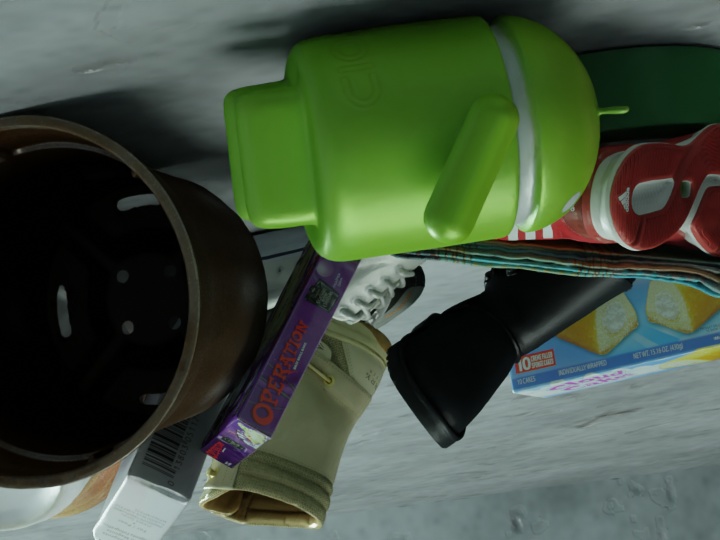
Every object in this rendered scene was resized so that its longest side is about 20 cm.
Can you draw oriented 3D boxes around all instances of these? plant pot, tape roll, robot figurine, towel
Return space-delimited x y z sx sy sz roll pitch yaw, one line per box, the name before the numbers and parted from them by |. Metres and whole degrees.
plant pot | -0.151 0.016 1.565 0.199 0.202 0.198 -12 177 17
tape roll | 0.133 -0.081 1.628 0.199 0.049 0.200 -8 169 -1
robot figurine | 0.033 -0.070 1.416 0.199 0.117 0.175 -8 -174 -10
towel | 0.112 -0.012 1.615 0.199 0.022 0.147 6 -174 0

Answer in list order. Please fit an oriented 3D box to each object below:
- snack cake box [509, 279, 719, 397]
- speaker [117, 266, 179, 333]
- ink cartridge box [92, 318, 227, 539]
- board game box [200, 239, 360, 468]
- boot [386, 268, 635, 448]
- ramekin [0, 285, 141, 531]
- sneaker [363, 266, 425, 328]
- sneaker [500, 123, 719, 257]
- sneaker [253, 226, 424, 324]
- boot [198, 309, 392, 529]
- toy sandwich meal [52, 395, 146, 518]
snack cake box | 0.203 0.016 2.011 0.199 0.116 0.067 -15 168 25
speaker | -0.180 0.040 1.909 0.199 0.082 0.081 -19 166 41
ink cartridge box | -0.139 0.123 1.792 0.057 0.163 0.200 28 141 -12
board game box | -0.032 0.019 1.669 0.032 0.201 0.120 30 161 -10
boot | 0.108 0.031 1.910 0.168 0.077 0.200 -36 -174 15
ramekin | -0.245 0.079 1.743 0.201 0.095 0.203 10 136 9
sneaker | -0.034 0.033 2.027 0.199 0.074 0.079 -19 171 41
sneaker | 0.144 -0.049 1.551 0.115 0.079 0.200 7 180 31
sneaker | 0.000 0.000 1.874 0.199 0.071 0.073 -13 168 23
boot | -0.093 0.091 1.925 0.199 0.156 0.073 16 157 14
toy sandwich meal | -0.229 0.077 1.871 0.204 0.206 0.070 -14 -166 27
